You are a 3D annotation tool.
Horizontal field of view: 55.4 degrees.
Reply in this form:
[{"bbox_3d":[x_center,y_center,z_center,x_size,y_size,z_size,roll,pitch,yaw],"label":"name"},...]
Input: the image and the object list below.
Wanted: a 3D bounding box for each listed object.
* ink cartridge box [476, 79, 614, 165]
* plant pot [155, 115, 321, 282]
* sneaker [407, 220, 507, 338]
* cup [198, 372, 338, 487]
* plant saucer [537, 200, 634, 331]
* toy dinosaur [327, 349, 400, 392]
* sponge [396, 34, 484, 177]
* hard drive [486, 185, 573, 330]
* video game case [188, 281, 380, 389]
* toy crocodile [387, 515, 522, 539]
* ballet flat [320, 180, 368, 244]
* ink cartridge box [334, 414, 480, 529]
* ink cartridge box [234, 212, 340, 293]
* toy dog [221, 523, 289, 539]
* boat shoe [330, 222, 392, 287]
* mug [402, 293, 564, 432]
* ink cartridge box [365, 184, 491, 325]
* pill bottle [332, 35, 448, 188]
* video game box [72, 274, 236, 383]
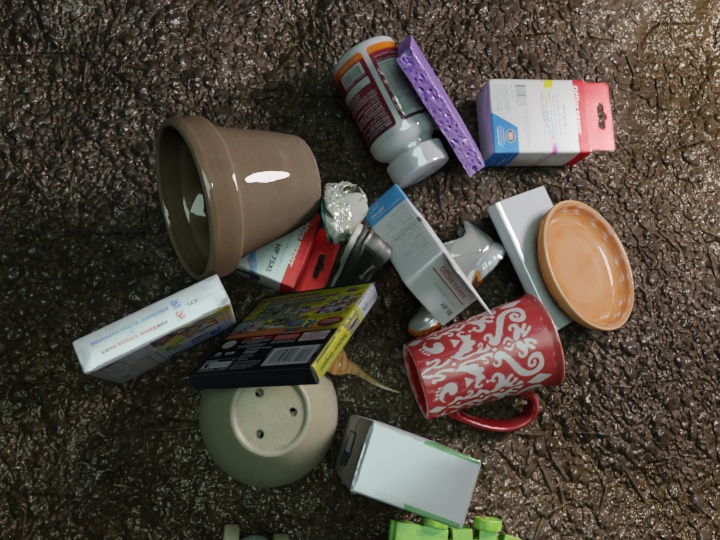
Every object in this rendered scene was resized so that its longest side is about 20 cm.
[{"bbox_3d":[0.287,-0.229,1.070,0.195,0.067,0.119,-1,80,-9],"label":"ink cartridge box"},{"bbox_3d":[-0.149,-0.101,0.875,0.172,0.200,0.204,-15,81,-31],"label":"plant pot"},{"bbox_3d":[0.124,0.011,1.014,0.092,0.076,0.200,42,69,8],"label":"sneaker"},{"bbox_3d":[-0.119,0.188,0.901,0.195,0.143,0.206,2,80,-9],"label":"cup"},{"bbox_3d":[0.332,-0.005,1.026,0.197,0.037,0.205,15,62,-30],"label":"plant saucer"},{"bbox_3d":[-0.034,0.124,0.955,0.060,0.199,0.107,-39,56,16],"label":"toy dinosaur"},{"bbox_3d":[0.115,-0.241,0.998,0.029,0.112,0.201,-30,113,17],"label":"sponge"},{"bbox_3d":[0.277,-0.020,1.033,0.130,0.026,0.204,-19,82,-39],"label":"hard drive"},{"bbox_3d":[-0.093,0.082,0.867,0.181,0.196,0.026,-52,125,-48],"label":"video game case"},{"bbox_3d":[0.134,0.375,0.953,0.195,0.062,0.069,5,79,-3],"label":"toy crocodile"},{"bbox_3d":[-0.022,-0.090,0.939,0.070,0.201,0.074,-1,108,-3],"label":"ballet flat"},{"bbox_3d":[0.052,0.252,0.887,0.142,0.200,0.089,20,80,-5],"label":"ink cartridge box"},{"bbox_3d":[-0.129,-0.043,0.980,0.196,0.067,0.118,22,76,-4],"label":"ink cartridge box"},{"bbox_3d":[-0.139,0.428,0.877,0.129,0.096,0.205,-13,82,-10],"label":"toy dog"},{"bbox_3d":[0.000,0.000,0.922,0.056,0.200,0.068,29,71,3],"label":"boat shoe"},{"bbox_3d":[0.174,0.146,0.962,0.196,0.134,0.181,-16,80,-8],"label":"mug"},{"bbox_3d":[0.087,-0.011,0.924,0.066,0.116,0.201,-37,43,8],"label":"ink cartridge box"},{"bbox_3d":[0.046,-0.232,1.019,0.108,0.110,0.203,-25,84,-12],"label":"pill bottle"},{"bbox_3d":[-0.249,0.080,0.872,0.179,0.200,0.048,-24,82,-13],"label":"video game box"}]
